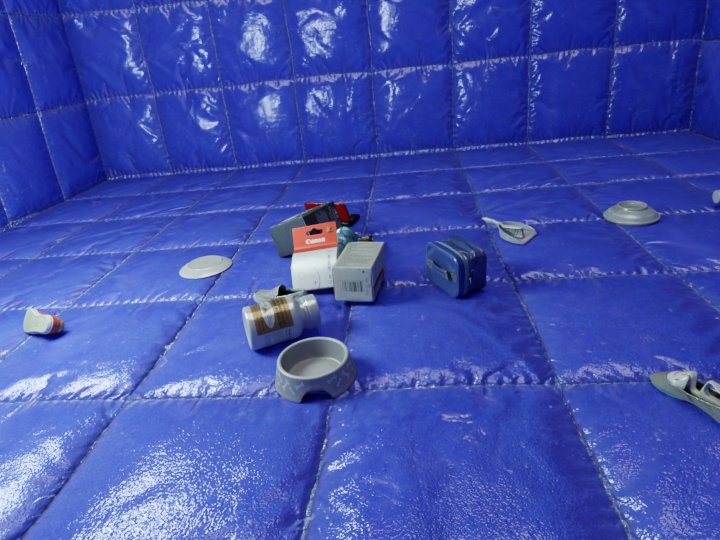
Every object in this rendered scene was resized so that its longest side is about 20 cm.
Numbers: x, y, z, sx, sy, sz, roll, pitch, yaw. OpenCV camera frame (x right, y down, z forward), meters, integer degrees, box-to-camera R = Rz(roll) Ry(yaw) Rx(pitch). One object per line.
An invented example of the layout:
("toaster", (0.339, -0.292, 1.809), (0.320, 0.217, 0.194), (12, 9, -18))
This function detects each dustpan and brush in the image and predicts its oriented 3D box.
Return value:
("dustpan and brush", (0.539, -0.159, 1.936), (0.196, 0.059, 0.138), (14, 31, 38))

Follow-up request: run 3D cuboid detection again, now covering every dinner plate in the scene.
("dinner plate", (-0.581, -0.020, 1.952), (0.194, 0.025, 0.201), (-4, 25, 2))

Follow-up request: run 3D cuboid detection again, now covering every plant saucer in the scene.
("plant saucer", (1.031, -0.226, 1.981), (0.194, 0.052, 0.201), (-5, 23, 2))

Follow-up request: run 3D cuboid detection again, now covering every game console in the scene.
("game console", (-0.120, -0.260, 2.257), (0.194, 0.122, 0.173), (4, 26, 21))

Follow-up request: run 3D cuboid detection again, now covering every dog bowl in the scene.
("dog bowl", (-0.109, 0.227, 1.231), (0.194, 0.060, 0.201), (-5, 23, 2))

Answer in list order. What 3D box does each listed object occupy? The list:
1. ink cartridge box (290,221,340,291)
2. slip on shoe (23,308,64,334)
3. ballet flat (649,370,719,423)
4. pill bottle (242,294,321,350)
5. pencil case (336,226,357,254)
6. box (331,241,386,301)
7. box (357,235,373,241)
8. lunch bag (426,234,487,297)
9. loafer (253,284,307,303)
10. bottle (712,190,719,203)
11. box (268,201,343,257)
("ink cartridge box", (-0.145, -0.042, 1.650), (0.158, 0.207, 0.057), (-8, 2, 16))
("slip on shoe", (-0.978, 0.162, 1.601), (0.196, 0.076, 0.061), (3, -11, 35))
("ballet flat", (0.662, 0.233, 1.017), (0.066, 0.066, 0.200), (-14, 24, -19))
("pill bottle", (-0.210, 0.132, 1.398), (0.195, 0.118, 0.114), (-14, 24, -19))
("pencil case", (-0.080, -0.053, 1.755), (0.090, 0.086, 0.202), (17, 47, 9))
("box", (0.000, 0.000, 1.603), (0.124, 0.112, 0.201), (1, 25, 15))
("box", (-0.045, -0.073, 1.905), (0.194, 0.051, 0.160), (-6, 21, 1))
("lunch bag", (0.283, -0.010, 1.568), (0.129, 0.140, 0.200), (-15, 26, -20))
("loafer", (-0.243, 0.074, 1.591), (0.194, 0.072, 0.070), (4, 25, 22))
("bottle", (1.446, -0.287, 1.971), (0.193, 0.086, 0.066), (-3, 23, 4))
("box", (-0.203, -0.155, 1.970), (0.196, 0.127, 0.196), (-13, 16, 40))
